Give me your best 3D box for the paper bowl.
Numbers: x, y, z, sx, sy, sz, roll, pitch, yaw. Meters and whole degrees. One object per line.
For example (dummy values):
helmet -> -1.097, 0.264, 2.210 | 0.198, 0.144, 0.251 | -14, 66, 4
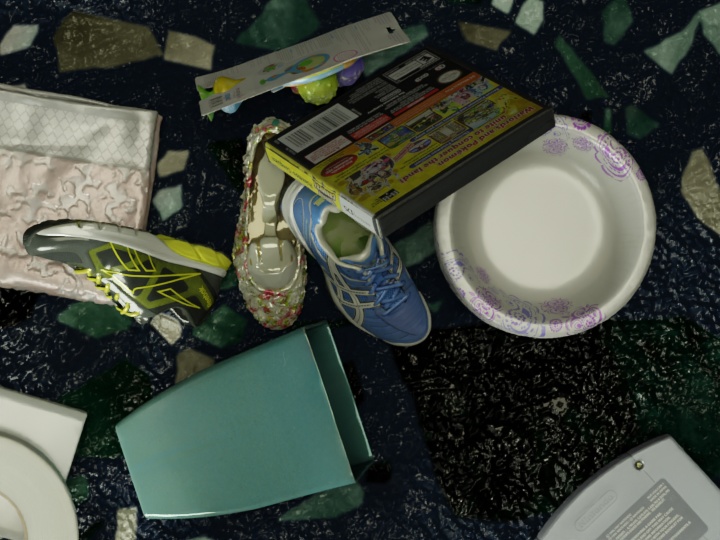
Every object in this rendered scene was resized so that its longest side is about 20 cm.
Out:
paper bowl -> 0.166, -0.039, 1.453 | 0.199, 0.104, 0.202 | 0, 88, 1

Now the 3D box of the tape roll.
tape roll -> -0.357, 0.245, 1.433 | 0.201, 0.037, 0.205 | 0, 91, -12

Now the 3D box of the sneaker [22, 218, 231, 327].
sneaker -> -0.212, 0.004, 1.435 | 0.199, 0.074, 0.085 | 12, 88, -26

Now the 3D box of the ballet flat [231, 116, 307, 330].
ballet flat -> -0.086, -0.045, 1.473 | 0.075, 0.064, 0.202 | -3, 89, -1

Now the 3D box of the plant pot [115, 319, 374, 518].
plant pot -> -0.110, 0.146, 1.433 | 0.199, 0.141, 0.142 | -18, 88, 7

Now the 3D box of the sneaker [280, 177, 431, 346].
sneaker -> 0.000, 0.000, 1.443 | 0.076, 0.077, 0.200 | -43, 115, -5

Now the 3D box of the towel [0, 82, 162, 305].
towel -> -0.297, -0.073, 1.490 | 0.198, 0.032, 0.193 | 9, 88, 1

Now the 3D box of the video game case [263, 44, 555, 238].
video game case -> 0.041, -0.121, 1.406 | 0.199, 0.180, 0.026 | -33, 131, -21

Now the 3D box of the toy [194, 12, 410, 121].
toy -> -0.053, -0.179, 1.463 | 0.198, 0.115, 0.048 | -16, 115, -2

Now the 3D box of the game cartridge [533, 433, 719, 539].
game cartridge -> 0.249, 0.256, 1.479 | 0.200, 0.042, 0.133 | -42, 85, -1

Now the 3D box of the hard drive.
hard drive -> -0.370, 0.167, 1.461 | 0.199, 0.026, 0.133 | 18, 88, -14
